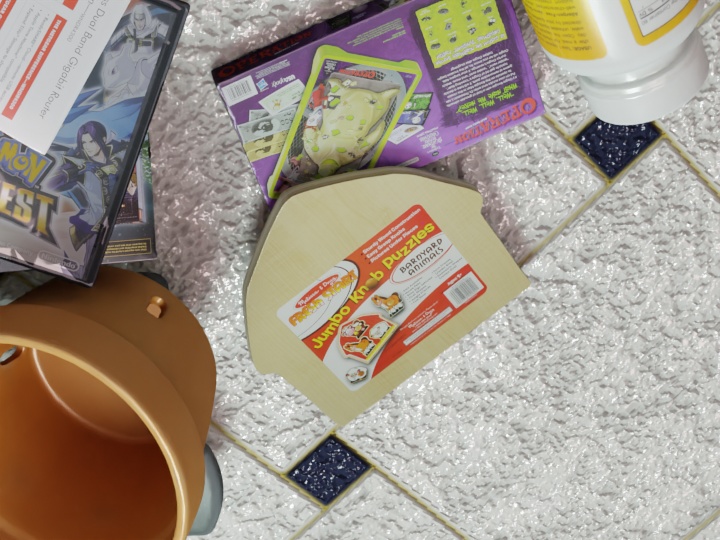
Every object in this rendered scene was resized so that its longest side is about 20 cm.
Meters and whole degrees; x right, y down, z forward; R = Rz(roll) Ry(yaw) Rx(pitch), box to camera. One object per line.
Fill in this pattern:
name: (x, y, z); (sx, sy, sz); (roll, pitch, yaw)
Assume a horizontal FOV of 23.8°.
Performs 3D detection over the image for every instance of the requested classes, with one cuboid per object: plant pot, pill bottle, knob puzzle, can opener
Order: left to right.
plant pot: (-0.178, 0.091, 1.085); (0.198, 0.140, 0.202); (8, 121, 14)
can opener: (-0.135, 0.095, 1.194); (0.066, 0.053, 0.202); (-3, 121, 4)
knob puzzle: (0.000, 0.000, 1.182); (0.217, 0.031, 0.221); (-13, 130, -15)
pill bottle: (0.150, -0.194, 1.064); (0.112, 0.113, 0.201); (-28, 125, 2)

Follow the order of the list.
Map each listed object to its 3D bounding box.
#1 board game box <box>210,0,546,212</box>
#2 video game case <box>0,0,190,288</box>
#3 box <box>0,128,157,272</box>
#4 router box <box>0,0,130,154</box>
board game box: (0.014, -0.117, 1.123); (0.198, 0.032, 0.121); (-23, 121, -1)
video game case: (-0.222, -0.107, 1.006); (0.198, 0.025, 0.182); (19, 92, -17)
box: (-0.228, -0.068, 1.043); (0.198, 0.038, 0.138); (-5, 100, -15)
router box: (-0.208, -0.195, 0.948); (0.179, 0.049, 0.201); (30, 89, -25)
